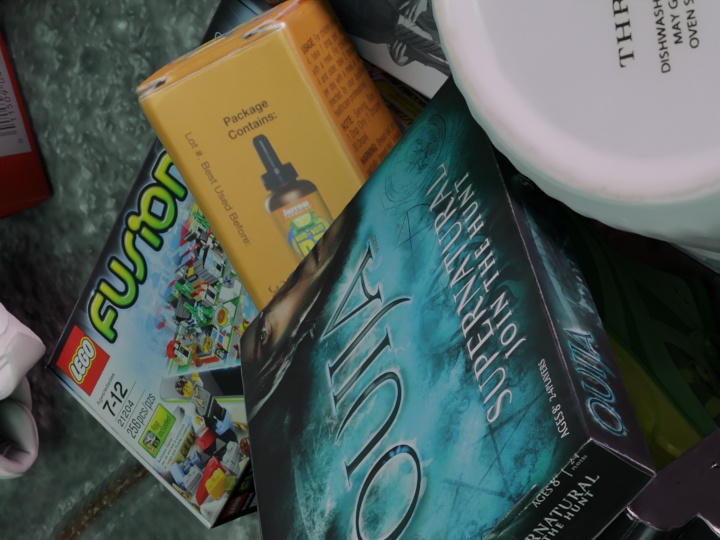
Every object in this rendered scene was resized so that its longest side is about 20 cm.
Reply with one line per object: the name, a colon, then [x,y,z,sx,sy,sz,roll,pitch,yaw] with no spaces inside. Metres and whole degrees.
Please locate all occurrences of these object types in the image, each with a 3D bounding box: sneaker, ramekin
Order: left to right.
sneaker: [-0.197,0.074,0.938,0.099,0.078,0.200,33,141,-1]
sneaker: [0.110,0.045,0.727,0.200,0.084,0.074,50,144,-7]
ramekin: [0.109,-0.097,0.608,0.202,0.094,0.203,2,94,40]

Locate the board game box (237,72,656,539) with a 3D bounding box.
board game box: [0.016,0.039,0.633,0.135,0.028,0.200,-50,26,23]

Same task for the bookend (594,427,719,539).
bookend: [0.186,0.116,0.606,0.200,0.199,0.092,47,142,17]

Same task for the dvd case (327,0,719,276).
dvd case: [0.079,-0.110,0.711,0.200,0.025,0.151,34,114,34]

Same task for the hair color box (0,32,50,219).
hair color box: [-0.246,-0.054,0.964,0.200,0.064,0.111,-19,89,37]

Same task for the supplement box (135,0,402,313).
supplement box: [0.000,0.000,0.765,0.066,0.069,0.200,-24,104,23]

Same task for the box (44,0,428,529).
box: [-0.048,-0.005,0.853,0.110,0.035,0.200,40,119,22]
